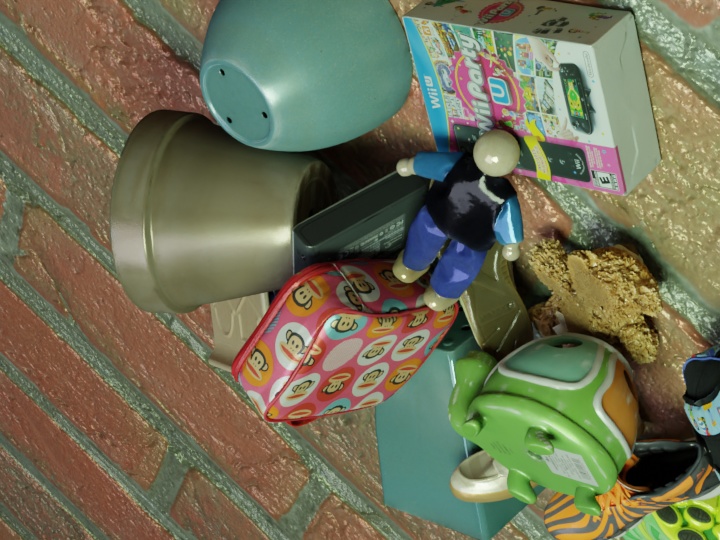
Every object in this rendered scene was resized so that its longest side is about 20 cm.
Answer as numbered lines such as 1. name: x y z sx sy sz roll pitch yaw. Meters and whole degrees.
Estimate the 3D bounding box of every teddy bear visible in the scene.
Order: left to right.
1. teddy bear: 0.216 0.031 1.579 0.145 0.067 0.200 40 154 29

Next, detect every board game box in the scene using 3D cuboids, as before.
1. board game box: 0.144 -0.153 1.459 0.199 0.064 0.148 16 136 41

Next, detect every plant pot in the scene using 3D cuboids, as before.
1. plant pot: -0.121 -0.052 1.676 0.173 0.200 0.201 5 131 22
2. plant pot: -0.070 -0.189 1.605 0.200 0.135 0.201 30 143 26
3. plant pot: 0.100 0.136 1.752 0.141 0.141 0.201 13 126 41

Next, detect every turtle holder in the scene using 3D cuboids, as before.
1. turtle holder: 0.168 0.129 1.554 0.141 0.132 0.185 41 156 -16

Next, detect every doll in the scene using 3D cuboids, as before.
1. doll: 0.085 -0.052 1.514 0.136 0.048 0.200 43 141 11

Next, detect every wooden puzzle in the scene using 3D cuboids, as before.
1. wooden puzzle: -0.124 0.009 1.869 0.185 0.046 0.201 -171 78 -67

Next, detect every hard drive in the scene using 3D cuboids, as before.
1. hard drive: 0.000 0.000 1.650 0.033 0.139 0.200 48 156 29

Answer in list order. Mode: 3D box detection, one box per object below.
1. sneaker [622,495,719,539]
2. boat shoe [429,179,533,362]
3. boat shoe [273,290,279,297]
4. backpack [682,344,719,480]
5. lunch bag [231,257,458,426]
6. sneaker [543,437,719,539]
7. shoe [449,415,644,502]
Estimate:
1. sneaker: 0.291 0.231 1.694 0.199 0.074 0.084 26 159 34
2. boat shoe: 0.110 -0.012 1.632 0.063 0.073 0.201 -120 8 -74
3. boat shoe: -0.015 -0.013 1.737 0.200 0.093 0.075 -31 96 45
4. backpack: 0.357 0.128 1.432 0.183 0.134 0.200 63 171 -2
5. lunch bag: -0.018 0.074 1.610 0.082 0.199 0.177 49 121 28
6. sneaker: 0.241 0.197 1.609 0.199 0.112 0.078 -29 66 26
7. shoe: 0.173 0.161 1.651 0.070 0.199 0.054 -130 21 -62
